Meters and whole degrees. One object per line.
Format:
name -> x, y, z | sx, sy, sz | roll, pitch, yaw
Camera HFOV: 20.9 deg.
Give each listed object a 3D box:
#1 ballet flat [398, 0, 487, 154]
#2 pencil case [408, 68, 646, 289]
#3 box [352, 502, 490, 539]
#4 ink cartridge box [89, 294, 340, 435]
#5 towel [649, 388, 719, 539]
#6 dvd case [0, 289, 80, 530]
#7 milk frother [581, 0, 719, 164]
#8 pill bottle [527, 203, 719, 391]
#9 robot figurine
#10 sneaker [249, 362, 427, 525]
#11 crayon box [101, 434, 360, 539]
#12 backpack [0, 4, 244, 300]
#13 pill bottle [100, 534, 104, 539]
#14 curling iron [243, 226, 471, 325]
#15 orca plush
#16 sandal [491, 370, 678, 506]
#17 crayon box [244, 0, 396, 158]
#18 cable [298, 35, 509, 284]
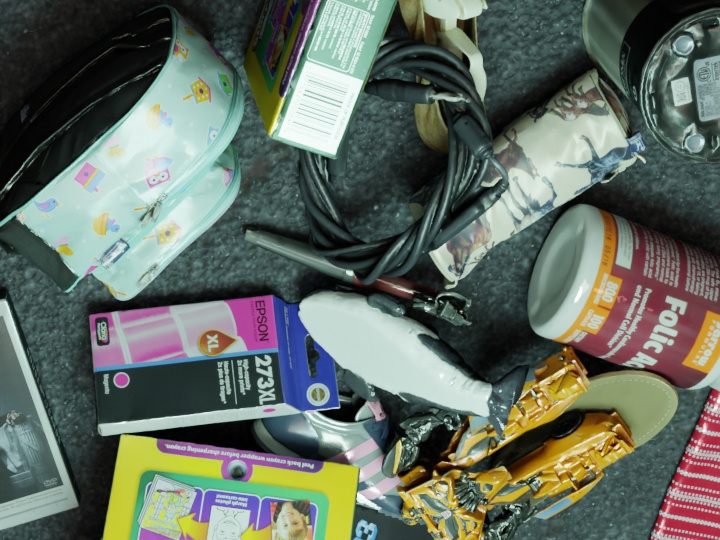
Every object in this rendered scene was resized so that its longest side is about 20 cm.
ballet flat -> 0.069, -0.182, 1.507 | 0.067, 0.072, 0.202 | -17, 115, -27
pencil case -> 0.130, -0.071, 1.562 | 0.199, 0.078, 0.090 | -34, 103, 6
box -> -0.006, 0.284, 1.707 | 0.196, 0.050, 0.202 | 15, 109, -15
ink cartridge box -> -0.119, 0.075, 1.584 | 0.198, 0.037, 0.096 | -5, 71, -7
towel -> 0.351, 0.181, 1.727 | 0.143, 0.023, 0.202 | 15, 110, -13
dvd case -> -0.331, 0.127, 1.609 | 0.149, 0.025, 0.202 | -16, 114, -2
milk frother -> 0.288, -0.193, 1.474 | 0.198, 0.188, 0.182 | 3, 113, -9
pill bottle -> 0.247, 0.030, 1.600 | 0.198, 0.114, 0.115 | 20, 108, -14
robot figurine -> 0.115, 0.155, 1.591 | 0.199, 0.058, 0.145 | -34, 110, 12
sneaker -> 0.011, 0.148, 1.639 | 0.199, 0.070, 0.082 | 25, 111, -18
crayon box -> -0.108, 0.234, 1.560 | 0.198, 0.058, 0.174 | 8, 68, 0
backpack -> -0.172, -0.092, 1.458 | 0.153, 0.176, 0.200 | 36, 108, -22
pill bottle -> -0.138, 0.299, 1.625 | 0.198, 0.116, 0.117 | 25, 108, 6
curling iron -> 0.000, 0.000, 1.577 | 0.198, 0.050, 0.026 | 22, 85, 5
orca plush -> 0.049, 0.055, 1.572 | 0.198, 0.071, 0.106 | 13, 124, 29
sandal -> 0.188, 0.123, 1.655 | 0.077, 0.070, 0.211 | 39, 129, -12
crayon box -> -0.020, -0.208, 1.425 | 0.058, 0.173, 0.202 | 17, 109, -16
cable -> 0.016, -0.083, 1.513 | 0.200, 0.051, 0.164 | -37, 82, 35
